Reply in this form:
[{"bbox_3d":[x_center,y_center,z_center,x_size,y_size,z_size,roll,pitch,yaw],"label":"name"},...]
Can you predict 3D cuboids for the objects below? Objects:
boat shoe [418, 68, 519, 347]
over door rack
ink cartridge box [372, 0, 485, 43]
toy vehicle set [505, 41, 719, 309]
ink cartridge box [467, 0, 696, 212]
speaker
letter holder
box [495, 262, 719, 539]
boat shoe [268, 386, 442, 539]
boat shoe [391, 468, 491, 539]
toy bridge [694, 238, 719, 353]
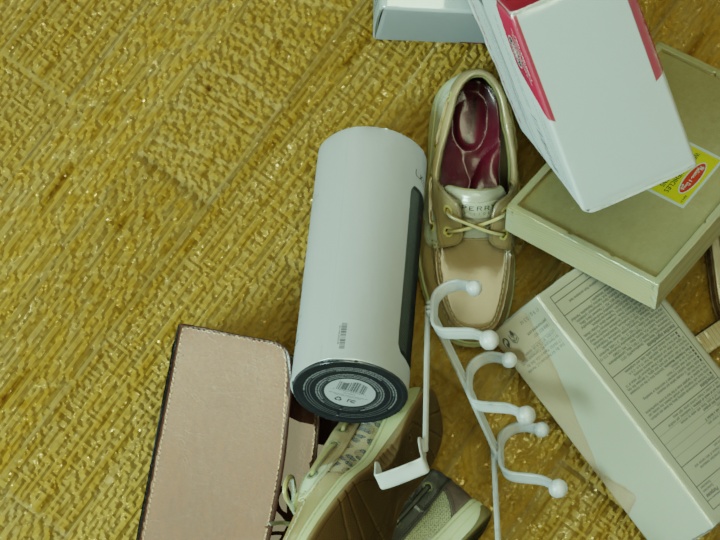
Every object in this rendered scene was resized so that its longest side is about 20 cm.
[{"bbox_3d":[0.077,-0.047,1.732,0.074,0.066,0.200,-2,80,-5],"label":"boat shoe"},{"bbox_3d":[0.081,0.119,1.622,0.067,0.200,0.148,-12,123,23],"label":"over door rack"},{"bbox_3d":[0.085,-0.271,1.765,0.145,0.083,0.200,2,80,-4],"label":"ink cartridge box"},{"bbox_3d":[0.209,-0.070,1.712,0.124,0.027,0.200,30,57,23],"label":"toy vehicle set"},{"bbox_3d":[0.139,-0.143,1.621,0.083,0.200,0.145,-24,110,0],"label":"ink cartridge box"},{"bbox_3d":[0.000,0.000,1.676,0.081,0.081,0.200,8,55,-3],"label":"speaker"},{"bbox_3d":[-0.076,0.152,1.670,0.142,0.101,0.200,11,79,-4],"label":"letter holder"},{"bbox_3d":[0.195,0.089,1.698,0.095,0.078,0.200,-32,83,-33],"label":"box"},{"bbox_3d":[-0.009,0.149,1.652,0.063,0.200,0.073,3,121,28],"label":"boat shoe"},{"bbox_3d":[0.002,0.214,1.677,0.201,0.072,0.066,-39,71,-22],"label":"boat shoe"},{"bbox_3d":[0.214,-0.036,1.761,0.067,0.027,0.200,-32,84,-12],"label":"toy bridge"}]
